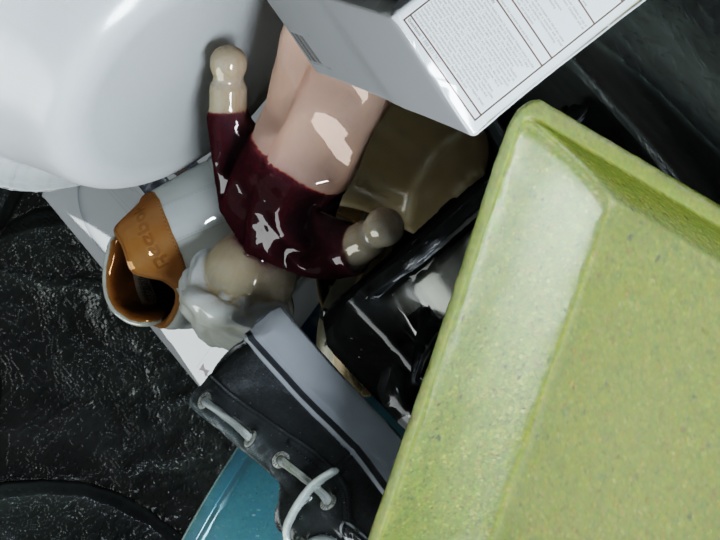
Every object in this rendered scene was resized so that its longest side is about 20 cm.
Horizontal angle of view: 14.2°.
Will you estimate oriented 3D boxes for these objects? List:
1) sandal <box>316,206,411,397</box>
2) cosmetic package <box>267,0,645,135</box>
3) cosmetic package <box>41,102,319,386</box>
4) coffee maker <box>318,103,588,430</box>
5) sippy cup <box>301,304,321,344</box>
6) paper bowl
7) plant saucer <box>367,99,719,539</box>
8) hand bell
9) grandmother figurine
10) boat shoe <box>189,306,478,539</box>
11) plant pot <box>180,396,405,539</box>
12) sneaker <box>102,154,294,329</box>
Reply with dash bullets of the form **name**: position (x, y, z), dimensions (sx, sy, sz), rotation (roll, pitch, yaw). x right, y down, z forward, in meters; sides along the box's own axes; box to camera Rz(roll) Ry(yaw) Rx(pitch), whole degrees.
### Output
- **sandal**: position (0.000, 0.000, 1.346), dimensions (0.200, 0.054, 0.081), rotation (-57, -33, -65)
- **cosmetic package**: position (0.027, -0.099, 0.953), dimensions (0.051, 0.082, 0.200), rotation (55, 173, -16)
- **cosmetic package**: position (-0.064, -0.055, 1.476), dimensions (0.151, 0.200, 0.052), rotation (48, -142, 15)
- **coffee maker**: position (0.094, 0.054, 1.155), dimensions (0.200, 0.135, 0.192), rotation (50, 177, -1)
- **sippy cup**: position (-0.020, -0.014, 1.608), dimensions (0.178, 0.130, 0.140), rotation (52, 176, -7)
- **paper bowl**: position (-0.103, -0.117, 1.260), dimensions (0.104, 0.200, 0.201), rotation (47, 173, 28)
- **plant saucer**: position (0.105, 0.069, 0.992), dimensions (0.048, 0.201, 0.200), rotation (0, -154, -45)
- **hand bell**: position (0.063, -0.020, 1.245), dimensions (0.200, 0.104, 0.104), rotation (36, 168, 25)
- **grandmother figurine**: position (-0.023, -0.045, 1.209), dimensions (0.060, 0.200, 0.121), rotation (-1, -140, -38)
- **boat shoe**: position (-0.004, 0.095, 1.144), dimensions (0.199, 0.068, 0.074), rotation (47, 177, 35)
- **plant pot**: position (0.020, 0.163, 1.343), dimensions (0.187, 0.201, 0.200), rotation (29, 170, 10)
- **sneaker**: position (-0.082, -0.005, 1.358), dimensions (0.200, 0.084, 0.073), rotation (81, 164, -74)
